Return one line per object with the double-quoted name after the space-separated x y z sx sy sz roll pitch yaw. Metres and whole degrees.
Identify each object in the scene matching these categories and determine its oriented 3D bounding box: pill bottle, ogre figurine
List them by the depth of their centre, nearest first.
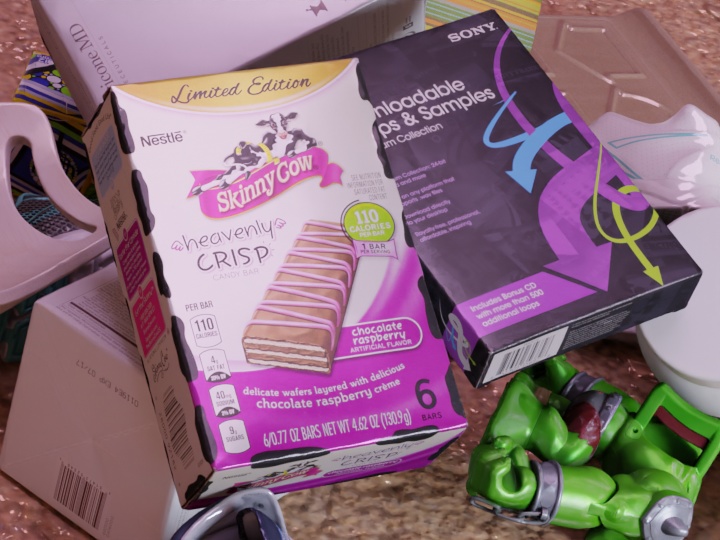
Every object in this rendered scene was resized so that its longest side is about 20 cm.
0.127 0.099 1.532 0.119 0.099 0.200 22 -2 7 "ogre figurine"
0.215 0.031 1.586 0.116 0.117 0.200 30 -3 20 "pill bottle"

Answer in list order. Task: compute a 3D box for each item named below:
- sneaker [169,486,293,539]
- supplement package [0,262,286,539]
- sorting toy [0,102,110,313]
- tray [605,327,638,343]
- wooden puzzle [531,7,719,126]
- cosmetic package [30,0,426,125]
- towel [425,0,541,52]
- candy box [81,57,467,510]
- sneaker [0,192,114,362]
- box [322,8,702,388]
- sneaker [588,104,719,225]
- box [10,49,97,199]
-0.017 0.156 1.369 0.199 0.109 0.070 -4 46 -29 "sneaker"
-0.075 0.054 1.501 0.114 0.110 0.200 33 35 24 "supplement package"
-0.221 -0.020 1.498 0.179 0.107 0.200 -24 48 -19 "sorting toy"
0.200 0.020 1.764 0.199 0.022 0.108 8 34 -15 "tray"
0.136 -0.111 1.916 0.199 0.046 0.185 -5 38 -23 "wooden puzzle"
-0.074 -0.146 1.608 0.199 0.081 0.113 -29 70 -12 "cosmetic package"
0.049 -0.095 1.663 0.086 0.201 0.018 17 -10 -21 "towel"
-0.043 0.003 1.386 0.136 0.061 0.201 -9 70 -24 "candy box"
-0.157 -0.018 1.611 0.091 0.078 0.200 35 35 33 "sneaker"
0.064 -0.042 1.487 0.143 0.036 0.200 -20 58 -31 "box"
0.133 -0.046 1.689 0.070 0.200 0.081 37 56 -44 "sneaker"
-0.112 -0.064 1.706 0.199 0.065 0.070 15 32 -3 "box"
